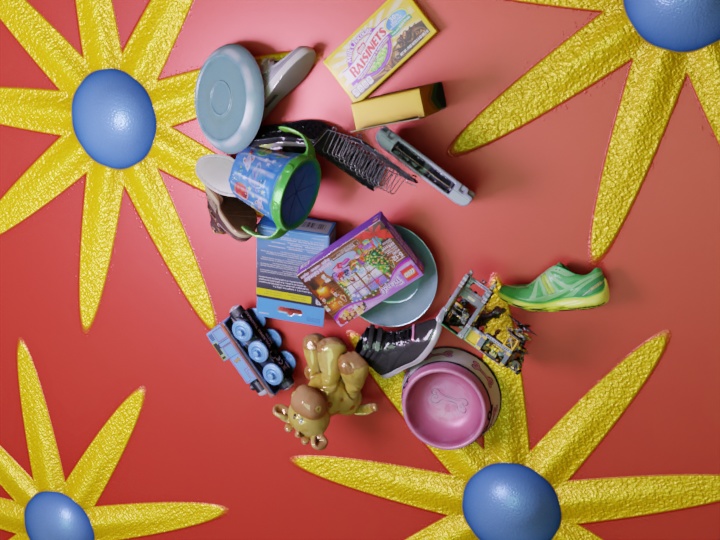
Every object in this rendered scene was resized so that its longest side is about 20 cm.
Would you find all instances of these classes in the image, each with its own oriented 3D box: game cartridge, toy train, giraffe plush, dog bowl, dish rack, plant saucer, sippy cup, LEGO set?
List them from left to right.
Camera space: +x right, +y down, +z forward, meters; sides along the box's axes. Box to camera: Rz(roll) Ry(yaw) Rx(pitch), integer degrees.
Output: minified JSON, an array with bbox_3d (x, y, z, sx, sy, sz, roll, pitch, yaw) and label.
[{"bbox_3d":[-0.252,-0.320,1.664,0.198,0.027,0.204,6,98,44],"label":"plant saucer"},{"bbox_3d":[-0.216,0.166,1.812,0.114,0.087,0.201,-32,96,32],"label":"toy train"},{"bbox_3d":[-0.157,-0.157,1.587,0.129,0.179,0.140,24,149,21],"label":"sippy cup"},{"bbox_3d":[-0.080,0.245,1.719,0.171,0.162,0.202,12,130,46],"label":"giraffe plush"},{"bbox_3d":[0.009,-0.187,1.561,0.152,0.200,0.055,31,90,-28],"label":"dish rack"},{"bbox_3d":[0.054,0.005,1.699,0.198,0.039,0.204,5,108,17],"label":"plant saucer"},{"bbox_3d":[0.115,-0.181,1.573,0.199,0.133,0.041,37,102,3],"label":"game cartridge"},{"bbox_3d":[0.166,0.253,1.714,0.197,0.074,0.203,5,106,16],"label":"dog bowl"},{"bbox_3d":[0.236,0.081,1.603,0.199,0.153,0.117,37,99,24],"label":"LEGO set"}]

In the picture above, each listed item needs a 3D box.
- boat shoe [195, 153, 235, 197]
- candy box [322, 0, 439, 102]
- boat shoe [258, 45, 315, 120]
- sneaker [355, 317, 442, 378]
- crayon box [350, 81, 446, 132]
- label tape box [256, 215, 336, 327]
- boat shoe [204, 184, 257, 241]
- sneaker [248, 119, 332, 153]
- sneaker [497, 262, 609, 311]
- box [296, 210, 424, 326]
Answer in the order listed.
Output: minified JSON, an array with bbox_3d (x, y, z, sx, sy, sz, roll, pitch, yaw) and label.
[{"bbox_3d":[-0.218,-0.167,1.696,0.199,0.060,0.073,20,94,16],"label":"boat shoe"},{"bbox_3d":[0.034,-0.399,1.596,0.199,0.026,0.103,-39,88,23],"label":"candy box"},{"bbox_3d":[-0.168,-0.353,1.650,0.200,0.070,0.072,-41,75,22],"label":"boat shoe"},{"bbox_3d":[0.064,0.132,1.679,0.099,0.071,0.200,31,135,-21],"label":"sneaker"},{"bbox_3d":[0.064,-0.279,1.525,0.125,0.200,0.052,-8,103,19],"label":"crayon box"},{"bbox_3d":[-0.126,-0.002,1.728,0.142,0.064,0.203,10,121,8],"label":"label tape box"},{"bbox_3d":[-0.253,-0.101,1.710,0.200,0.071,0.073,49,133,45],"label":"boat shoe"},{"bbox_3d":[-0.133,-0.230,1.689,0.197,0.072,0.084,1,130,18],"label":"sneaker"},{"bbox_3d":[0.345,0.030,1.604,0.197,0.074,0.085,-3,80,22],"label":"sneaker"},{"bbox_3d":[0.000,0.000,1.650,0.199,0.039,0.137,-33,112,22],"label":"box"}]
